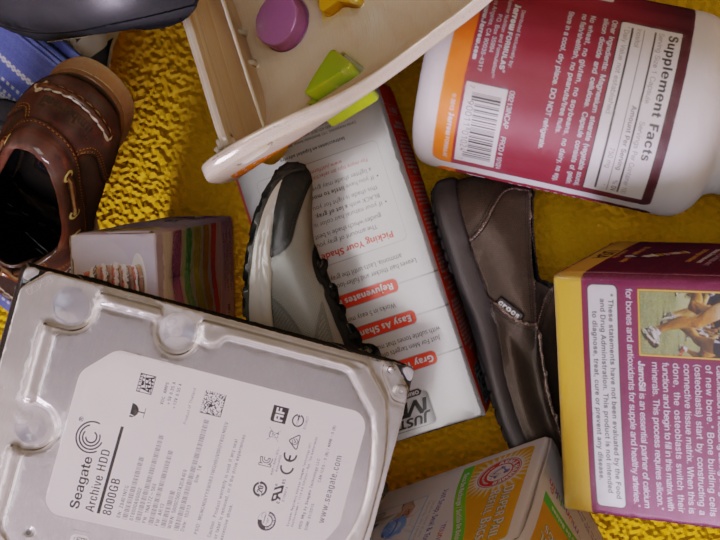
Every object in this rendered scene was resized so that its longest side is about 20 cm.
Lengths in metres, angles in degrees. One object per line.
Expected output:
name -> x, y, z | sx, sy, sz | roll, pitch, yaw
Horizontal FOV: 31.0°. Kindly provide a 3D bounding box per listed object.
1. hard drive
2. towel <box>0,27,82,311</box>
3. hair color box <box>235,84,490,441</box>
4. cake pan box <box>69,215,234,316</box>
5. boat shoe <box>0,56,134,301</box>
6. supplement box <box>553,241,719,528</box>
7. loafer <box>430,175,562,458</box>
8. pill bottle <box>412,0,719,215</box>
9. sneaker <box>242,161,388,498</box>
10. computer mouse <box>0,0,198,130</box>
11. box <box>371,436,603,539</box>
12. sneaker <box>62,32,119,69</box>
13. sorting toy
hard drive -> -0.083, 0.088, 0.625 | 0.198, 0.038, 0.141 | 17, 88, -17
towel -> -0.221, -0.075, 0.775 | 0.144, 0.024, 0.200 | 40, 131, 4
hair color box -> 0.000, 0.000, 0.769 | 0.100, 0.061, 0.202 | -18, 90, 11
cake pan box -> -0.110, 0.072, 0.730 | 0.052, 0.184, 0.203 | 0, 93, 9
boat shoe -> -0.177, -0.031, 0.697 | 0.070, 0.200, 0.071 | 28, 53, -3
supplement box -> 0.208, 0.056, 0.661 | 0.198, 0.103, 0.133 | 3, 102, 30
loafer -> 0.101, 0.035, 0.749 | 0.070, 0.073, 0.202 | -19, 92, 9
pill bottle -> 0.135, -0.095, 0.715 | 0.198, 0.113, 0.114 | 13, 96, 7
sneaker -> -0.024, 0.040, 0.716 | 0.078, 0.074, 0.203 | -4, 100, 3
computer mouse -> -0.169, -0.127, 0.665 | 0.198, 0.046, 0.142 | 11, 120, 24
box -> 0.036, 0.190, 0.721 | 0.199, 0.101, 0.113 | -24, 104, 26
sneaker -> -0.154, -0.170, 0.777 | 0.079, 0.130, 0.201 | 21, 134, 27
sorting toy -> -0.014, -0.161, 0.682 | 0.179, 0.107, 0.202 | -25, 69, 18
